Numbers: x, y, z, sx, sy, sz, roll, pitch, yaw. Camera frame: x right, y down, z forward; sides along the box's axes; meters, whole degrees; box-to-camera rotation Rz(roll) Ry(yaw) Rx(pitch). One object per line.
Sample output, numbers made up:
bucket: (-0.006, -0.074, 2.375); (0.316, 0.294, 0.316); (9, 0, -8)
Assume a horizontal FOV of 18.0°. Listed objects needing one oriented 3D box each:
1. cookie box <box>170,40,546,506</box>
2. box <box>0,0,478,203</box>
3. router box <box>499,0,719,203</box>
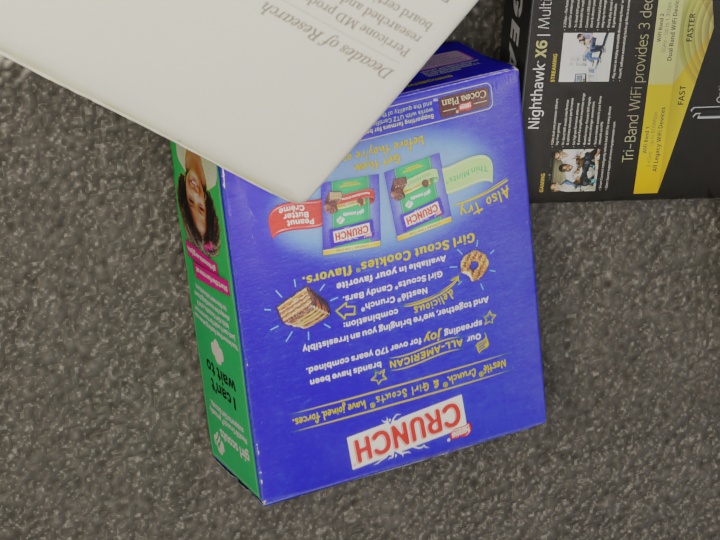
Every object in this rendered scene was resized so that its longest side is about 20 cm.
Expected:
cookie box: (0.000, 0.000, 1.179); (0.170, 0.075, 0.201); (-14, 113, -20)
box: (-0.064, -0.180, 0.992); (0.199, 0.200, 0.171); (26, 120, -29)
router box: (0.156, -0.136, 1.188); (0.156, 0.052, 0.201); (-1, 116, -12)
